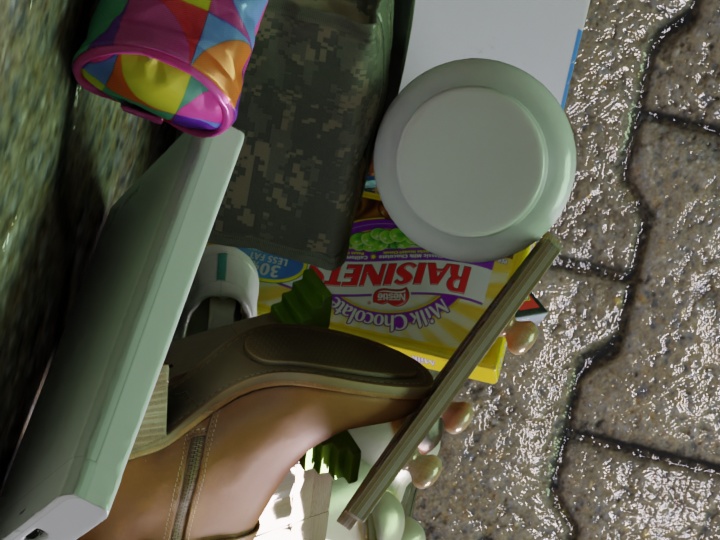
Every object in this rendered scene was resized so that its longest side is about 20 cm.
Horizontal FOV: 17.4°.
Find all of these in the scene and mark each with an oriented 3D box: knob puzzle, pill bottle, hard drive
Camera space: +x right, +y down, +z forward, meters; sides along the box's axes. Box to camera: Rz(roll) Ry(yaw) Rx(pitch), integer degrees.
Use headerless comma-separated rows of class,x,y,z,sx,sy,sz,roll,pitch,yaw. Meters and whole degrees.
knob puzzle,0.056,0.066,1.302,0.220,0.030,0.220,-54,178,-2
pill bottle,0.065,-0.061,1.300,0.200,0.109,0.110,-31,134,-84
hard drive,-0.117,0.037,1.104,0.132,0.026,0.200,-38,-149,56

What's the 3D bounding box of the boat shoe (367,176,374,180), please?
boat shoe,-0.033,-0.041,1.667,0.069,0.084,0.200,-18,-156,45

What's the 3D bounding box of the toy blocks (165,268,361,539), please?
toy blocks,-0.084,0.105,1.323,0.100,0.136,0.200,53,-32,39

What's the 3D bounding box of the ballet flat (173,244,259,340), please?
ballet flat,-0.091,0.084,1.416,0.069,0.069,0.201,-61,157,-65

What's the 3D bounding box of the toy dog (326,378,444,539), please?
toy dog,-0.032,0.131,1.564,0.200,0.139,0.194,-42,124,-10

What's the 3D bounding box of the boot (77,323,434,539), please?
boot,-0.062,0.114,1.231,0.077,0.199,0.156,-137,-133,-61

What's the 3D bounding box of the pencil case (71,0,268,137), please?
pencil case,-0.069,-0.162,1.095,0.088,0.088,0.201,88,18,-65

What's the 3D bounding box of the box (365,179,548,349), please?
box,0.022,0.000,1.573,0.200,0.137,0.040,-7,143,-53

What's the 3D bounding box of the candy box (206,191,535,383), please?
candy box,0.000,0.000,1.454,0.026,0.199,0.103,84,21,-64

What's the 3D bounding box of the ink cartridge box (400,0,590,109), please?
ink cartridge box,0.066,-0.218,1.583,0.200,0.144,0.148,-98,-167,-51

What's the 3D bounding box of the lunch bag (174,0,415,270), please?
lunch bag,-0.033,-0.125,1.318,0.200,0.117,0.164,-77,179,-54

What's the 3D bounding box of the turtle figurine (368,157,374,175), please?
turtle figurine,-0.020,-0.166,1.461,0.200,0.064,0.162,-108,-158,-48
